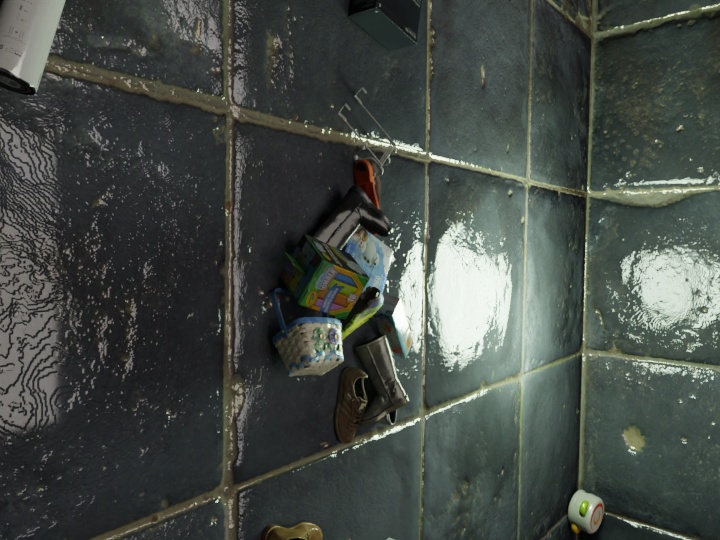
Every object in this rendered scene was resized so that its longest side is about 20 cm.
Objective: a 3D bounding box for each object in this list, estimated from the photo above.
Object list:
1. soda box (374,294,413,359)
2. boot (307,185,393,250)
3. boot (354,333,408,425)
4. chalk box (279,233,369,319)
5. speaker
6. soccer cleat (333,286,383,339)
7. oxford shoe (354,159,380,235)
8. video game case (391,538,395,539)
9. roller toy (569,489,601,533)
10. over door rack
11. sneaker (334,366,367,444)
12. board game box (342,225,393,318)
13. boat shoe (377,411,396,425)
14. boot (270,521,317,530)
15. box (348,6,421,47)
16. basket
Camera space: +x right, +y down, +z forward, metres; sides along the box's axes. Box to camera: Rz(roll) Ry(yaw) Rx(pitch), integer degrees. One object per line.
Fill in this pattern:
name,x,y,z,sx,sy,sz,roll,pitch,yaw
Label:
soda box,0.096,0.164,1.650,0.069,0.062,0.203,-58,145,-34
boot,-0.027,-0.089,1.468,0.165,0.065,0.201,45,66,-12
boot,0.031,0.303,1.596,0.178,0.072,0.205,-28,103,-11
chalk box,-0.101,0.011,1.349,0.197,0.125,0.126,21,109,-40
speaker,-0.516,-0.386,0.892,0.080,0.079,0.207,22,75,-48
soccer cleat,-0.013,0.130,1.511,0.199,0.064,0.084,-43,142,-11
oxford shoe,0.035,-0.202,1.585,0.072,0.069,0.208,-18,105,-52
video game case,0.092,0.848,1.627,0.197,0.177,0.037,-13,102,-49
roller toy,1.171,1.257,3.000,0.179,0.138,0.207,-18,109,-38
over door rack,0.014,-0.366,1.536,0.203,0.065,0.149,57,34,-20
sneaker,-0.021,0.367,1.542,0.069,0.074,0.208,2,90,-50
board game box,0.000,0.000,1.572,0.197,0.042,0.206,32,68,-47
boat shoe,0.088,0.348,1.677,0.069,0.070,0.209,8,86,-50
boot,-0.149,0.663,1.405,0.198,0.074,0.076,28,69,-49
box,0.074,-0.744,1.575,0.197,0.102,0.189,17,78,-49
basket,-0.125,0.141,1.369,0.174,0.138,0.205,6,54,-50
